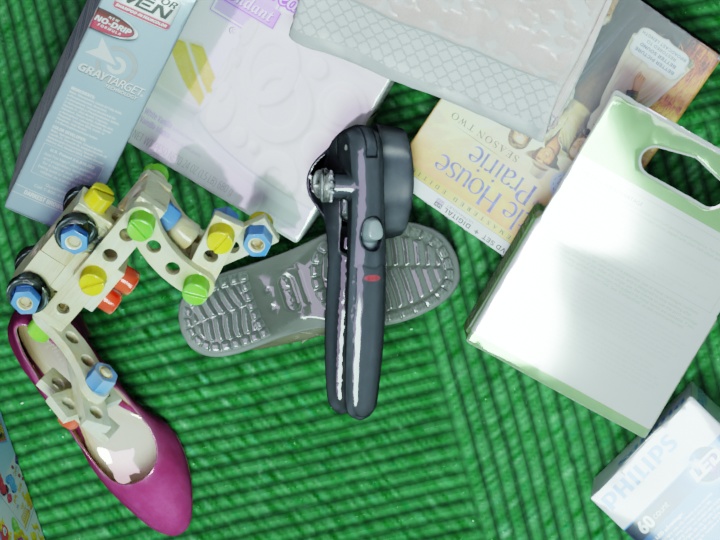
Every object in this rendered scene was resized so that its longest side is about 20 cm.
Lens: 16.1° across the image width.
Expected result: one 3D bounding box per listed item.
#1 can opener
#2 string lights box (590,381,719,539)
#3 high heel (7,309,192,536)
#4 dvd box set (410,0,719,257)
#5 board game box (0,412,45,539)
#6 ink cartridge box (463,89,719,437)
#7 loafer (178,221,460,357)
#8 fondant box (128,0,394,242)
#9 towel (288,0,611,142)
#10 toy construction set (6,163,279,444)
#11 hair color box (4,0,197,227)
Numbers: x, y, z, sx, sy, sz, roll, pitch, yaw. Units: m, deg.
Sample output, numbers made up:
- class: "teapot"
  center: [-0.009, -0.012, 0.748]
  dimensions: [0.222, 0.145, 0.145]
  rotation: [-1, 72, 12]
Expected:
- class: "can opener"
  center: [0.000, 0.000, 1.705]
  dimensions: [0.078, 0.063, 0.201]
  rotation: [3, 89, -17]
- class: "string lights box"
  center: [0.266, 0.185, 1.756]
  dimensions: [0.200, 0.059, 0.103]
  rotation: [44, 103, 0]
- class: "high heel"
  center: [-0.184, 0.107, 1.795]
  dimensions: [0.067, 0.096, 0.201]
  rotation: [-24, 95, 12]
- class: "dvd box set"
  center: [0.133, -0.107, 1.743]
  dimensions: [0.146, 0.029, 0.200]
  rotation: [35, 103, 1]
- class: "board game box"
  center: [-0.304, 0.168, 1.821]
  dimensions: [0.103, 0.105, 0.201]
  rotation: [-17, 96, 12]
- class: "ink cartridge box"
  center: [0.180, -0.006, 1.720]
  dimensions: [0.145, 0.048, 0.200]
  rotation: [29, 102, -6]
- class: "loafer"
  center: [-0.030, 0.012, 1.774]
  dimensions: [0.199, 0.070, 0.076]
  rotation: [-11, 88, -4]
- class: "fondant box"
  center: [-0.053, -0.142, 1.753]
  dimensions: [0.144, 0.058, 0.200]
  rotation: [30, 102, 3]
- class: "towel"
  center: [0.058, -0.181, 1.629]
  dimensions: [0.199, 0.032, 0.191]
  rotation: [23, 142, 4]
- class: "toy construction set"
  center: [-0.160, 0.013, 1.706]
  dimensions: [0.131, 0.092, 0.200]
  rotation: [33, 106, -17]
- class: "hair color box"
  center: [-0.173, -0.134, 1.724]
  dimensions: [0.060, 0.099, 0.200]
  rotation: [22, 118, -12]
